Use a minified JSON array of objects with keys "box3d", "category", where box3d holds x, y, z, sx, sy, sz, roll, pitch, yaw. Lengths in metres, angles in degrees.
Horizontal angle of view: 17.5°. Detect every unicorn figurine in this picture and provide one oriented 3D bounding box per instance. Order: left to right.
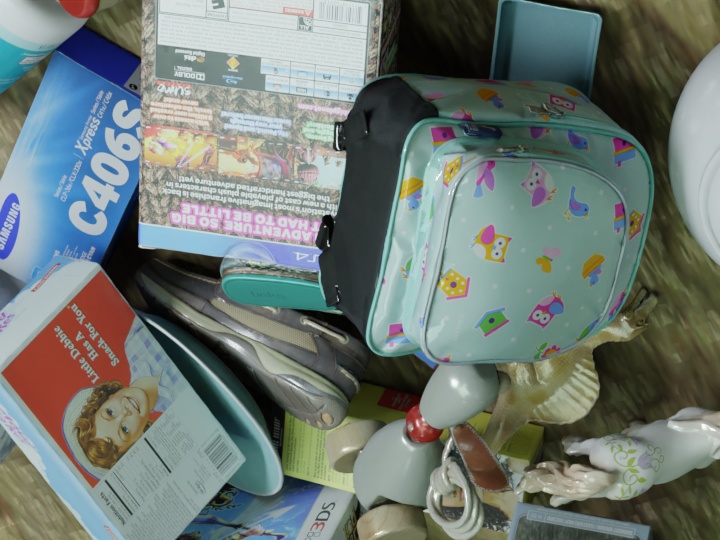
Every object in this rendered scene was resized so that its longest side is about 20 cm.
[{"box3d":[0.212,0.115,1.612,0.074,0.200,0.137,57,153,-5],"category":"unicorn figurine"}]

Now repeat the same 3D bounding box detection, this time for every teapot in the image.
[{"box3d":[0.277,-0.053,1.464,0.200,0.146,0.197,42,126,-9],"category":"teapot"}]

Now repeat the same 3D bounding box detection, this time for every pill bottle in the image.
[{"box3d":[-0.284,-0.166,1.625,0.200,0.111,0.111,-34,105,33],"category":"pill bottle"}]

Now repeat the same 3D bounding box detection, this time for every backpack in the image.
[{"box3d":[0.092,-0.031,1.493,0.153,0.199,0.177,36,123,50],"category":"backpack"}]

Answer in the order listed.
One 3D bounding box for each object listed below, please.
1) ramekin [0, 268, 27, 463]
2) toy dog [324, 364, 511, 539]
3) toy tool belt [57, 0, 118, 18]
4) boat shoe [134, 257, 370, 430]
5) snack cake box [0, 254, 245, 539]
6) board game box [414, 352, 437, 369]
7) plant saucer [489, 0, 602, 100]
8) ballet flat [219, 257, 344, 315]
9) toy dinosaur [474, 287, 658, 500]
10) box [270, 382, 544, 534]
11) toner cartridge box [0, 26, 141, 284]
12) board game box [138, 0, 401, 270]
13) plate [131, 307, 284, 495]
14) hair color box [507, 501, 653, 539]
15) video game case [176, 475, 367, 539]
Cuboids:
[{"box3d":[-0.319,0.048,1.727,0.200,0.200,0.105,37,117,-5],"category":"ramekin"},{"box3d":[0.058,0.124,1.623,0.200,0.096,0.133,-21,75,57],"category":"toy dog"},{"box3d":[-0.153,-0.274,1.497,0.124,0.122,0.202,18,125,49],"category":"toy tool belt"},{"box3d":[-0.076,0.041,1.704,0.199,0.073,0.075,31,159,23],"category":"boat shoe"},{"box3d":[-0.185,0.102,1.676,0.067,0.115,0.201,10,140,54],"category":"snack cake box"},{"box3d":[0.003,-0.024,1.664,0.199,0.019,0.103,37,124,-5],"category":"board game box"},{"box3d":[0.117,-0.092,1.577,0.069,0.019,0.201,11,124,9],"category":"plant saucer"},{"box3d":[0.000,0.000,1.625,0.198,0.074,0.075,13,124,14],"category":"ballet flat"},{"box3d":[0.116,0.071,1.634,0.101,0.058,0.200,47,109,10],"category":"toy dinosaur"},{"box3d":[0.032,0.132,1.732,0.198,0.050,0.076,13,124,14],"category":"box"},{"box3d":[-0.205,-0.071,1.697,0.095,0.043,0.201,30,126,2],"category":"toner cartridge box"},{"box3d":[-0.059,-0.114,1.560,0.158,0.097,0.201,8,117,8],"category":"board game box"},{"box3d":[-0.127,0.089,1.738,0.200,0.026,0.201,36,156,19],"category":"plate"},{"box3d":[0.163,0.241,1.690,0.098,0.061,0.200,9,153,15],"category":"hair color box"},{"box3d":[-0.106,0.216,1.755,0.198,0.182,0.046,-3,119,22],"category":"video game case"}]
